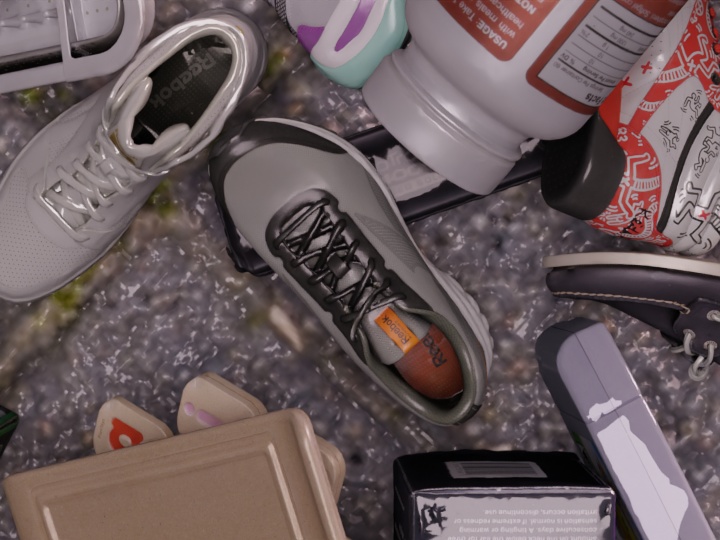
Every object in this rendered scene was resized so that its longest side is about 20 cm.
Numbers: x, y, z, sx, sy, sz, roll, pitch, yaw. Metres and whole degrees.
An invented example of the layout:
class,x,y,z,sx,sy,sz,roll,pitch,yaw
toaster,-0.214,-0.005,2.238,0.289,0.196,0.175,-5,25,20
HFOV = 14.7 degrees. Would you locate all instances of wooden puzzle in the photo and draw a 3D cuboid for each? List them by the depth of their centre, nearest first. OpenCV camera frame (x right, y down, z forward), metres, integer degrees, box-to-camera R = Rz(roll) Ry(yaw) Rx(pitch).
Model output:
class,x,y,z,sx,sy,sz,roll,pitch,yaw
wooden puzzle,-0.075,0.172,1.389,0.199,0.037,0.186,-14,96,32

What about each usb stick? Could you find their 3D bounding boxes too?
class,x,y,z,sx,sy,sz,roll,pitch,yaw
usb stick,0.020,-0.051,1.473,0.199,0.033,0.056,-19,88,3

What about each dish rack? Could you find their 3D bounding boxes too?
class,x,y,z,sx,sy,sz,roll,pitch,yaw
dish rack,-0.188,-0.177,1.434,0.199,0.043,0.173,-8,93,32

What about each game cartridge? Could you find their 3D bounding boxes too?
class,x,y,z,sx,sy,sz,roll,pitch,yaw
game cartridge,0.148,0.120,1.426,0.040,0.133,0.201,-27,91,-5

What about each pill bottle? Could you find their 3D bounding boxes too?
class,x,y,z,sx,sy,sz,roll,pitch,yaw
pill bottle,0.094,-0.139,1.369,0.112,0.112,0.200,40,106,0

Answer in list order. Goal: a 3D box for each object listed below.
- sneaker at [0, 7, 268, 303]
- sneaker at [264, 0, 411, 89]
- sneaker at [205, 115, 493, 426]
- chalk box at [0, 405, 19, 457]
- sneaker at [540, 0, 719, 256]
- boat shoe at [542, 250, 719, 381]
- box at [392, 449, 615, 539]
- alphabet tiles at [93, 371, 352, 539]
class,x,y,z,sx,sy,sz,roll,pitch,yaw
sneaker,-0.131,-0.060,1.436,0.074,0.116,0.200,44,94,-2
sneaker,0.014,-0.208,1.443,0.140,0.078,0.200,43,93,-1
sneaker,0.000,0.000,1.427,0.074,0.079,0.200,-40,107,11
chalk box,-0.261,0.102,1.442,0.123,0.124,0.201,25,92,0
sneaker,0.166,-0.108,1.455,0.107,0.067,0.203,21,74,-25
boat shoe,0.190,0.028,1.452,0.199,0.073,0.063,9,90,-3
box,0.070,0.200,1.423,0.104,0.148,0.201,0,94,-3
alphabet tiles,-0.066,0.156,1.436,0.195,0.015,0.201,28,122,25
